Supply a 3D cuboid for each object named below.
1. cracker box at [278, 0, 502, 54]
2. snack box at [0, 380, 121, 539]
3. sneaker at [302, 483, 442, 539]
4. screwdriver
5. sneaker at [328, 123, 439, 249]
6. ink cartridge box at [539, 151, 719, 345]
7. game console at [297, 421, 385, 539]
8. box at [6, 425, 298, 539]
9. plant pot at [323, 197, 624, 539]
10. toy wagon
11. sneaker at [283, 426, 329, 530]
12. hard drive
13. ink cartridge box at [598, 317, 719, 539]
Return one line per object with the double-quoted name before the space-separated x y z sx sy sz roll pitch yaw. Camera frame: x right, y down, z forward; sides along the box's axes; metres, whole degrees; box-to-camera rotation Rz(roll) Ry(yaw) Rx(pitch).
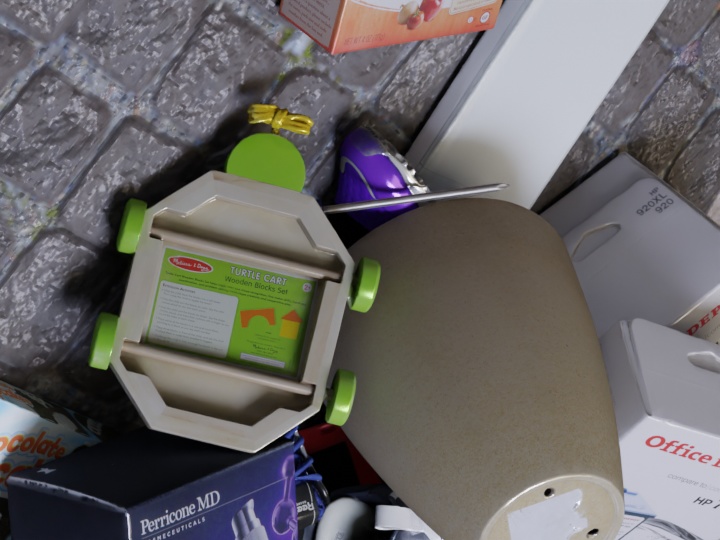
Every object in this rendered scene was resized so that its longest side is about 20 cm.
"cracker box" 0.040 -0.229 1.251 0.134 0.058 0.200 -14 131 -39
"snack box" -0.227 0.124 1.309 0.116 0.037 0.200 -52 145 4
"sneaker" 0.007 0.186 1.464 0.129 0.199 0.080 13 72 -25
"screwdriver" -0.007 -0.042 1.339 0.199 0.029 0.028 -12 145 -11
"sneaker" 0.000 0.000 1.412 0.099 0.070 0.200 -30 139 -16
"ink cartridge box" 0.196 0.051 1.599 0.147 0.145 0.200 -38 142 -14
"game console" 0.007 0.167 1.550 0.176 0.031 0.200 -21 138 -4
"box" -0.119 0.203 1.319 0.148 0.104 0.201 -20 113 -47
"plant pot" 0.079 0.090 1.345 0.187 0.200 0.188 -12 132 -13
"toy wagon" -0.068 0.003 1.291 0.040 0.155 0.201 151 -48 -78
"sneaker" -0.062 0.102 1.398 0.080 0.115 0.200 -18 134 -37
"hard drive" 0.116 -0.125 1.456 0.132 0.026 0.200 19 108 -53
"ink cartridge box" 0.178 0.135 1.481 0.146 0.086 0.200 18 135 -29
